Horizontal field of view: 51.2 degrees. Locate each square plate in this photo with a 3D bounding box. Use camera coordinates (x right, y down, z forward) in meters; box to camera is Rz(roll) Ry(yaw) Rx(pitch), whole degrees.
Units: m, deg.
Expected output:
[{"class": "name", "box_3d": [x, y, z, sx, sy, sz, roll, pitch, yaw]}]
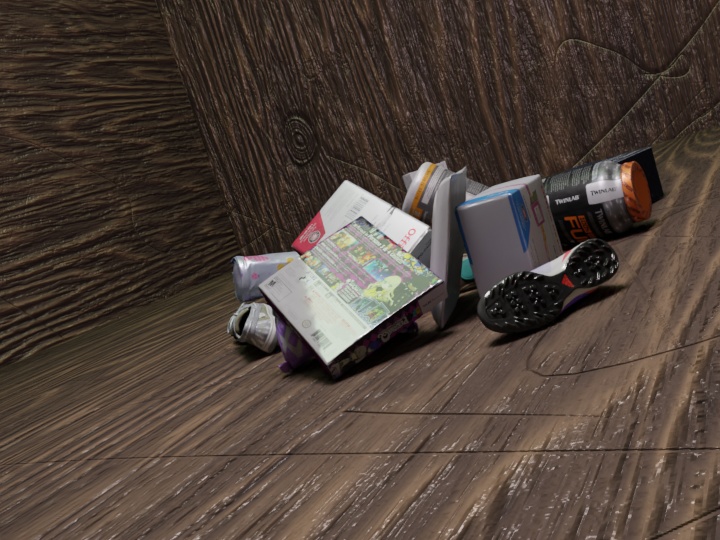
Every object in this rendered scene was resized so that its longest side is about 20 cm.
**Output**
[{"class": "square plate", "box_3d": [0.123, -0.040, 1.050, 0.028, 0.200, 0.200, 4, 12, 13]}]

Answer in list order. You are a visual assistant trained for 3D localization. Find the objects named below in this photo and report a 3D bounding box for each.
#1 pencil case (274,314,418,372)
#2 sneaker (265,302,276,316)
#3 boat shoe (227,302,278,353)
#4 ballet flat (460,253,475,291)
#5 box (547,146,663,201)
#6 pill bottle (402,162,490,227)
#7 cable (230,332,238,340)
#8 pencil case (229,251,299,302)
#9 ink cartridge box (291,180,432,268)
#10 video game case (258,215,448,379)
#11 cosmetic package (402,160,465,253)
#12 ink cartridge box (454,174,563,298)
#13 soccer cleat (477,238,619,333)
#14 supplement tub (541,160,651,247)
[{"class": "pencil case", "box_3d": [-0.019, 0.074, 1.028, 0.198, 0.086, 0.084, -18, -31, 7]}, {"class": "sneaker", "box_3d": [-0.077, 0.071, 1.322, 0.198, 0.074, 0.082, -10, -8, 25]}, {"class": "boat shoe", "box_3d": [-0.188, 0.090, 1.278, 0.064, 0.075, 0.202, 24, 0, -22]}, {"class": "ballet flat", "box_3d": [0.149, 0.007, 1.210, 0.198, 0.068, 0.072, -19, -14, 4]}, {"class": "box", "box_3d": [0.458, -0.154, 1.477, 0.199, 0.105, 0.181, -23, 9, -40]}, {"class": "pill bottle", "box_3d": [0.186, -0.110, 1.381, 0.199, 0.117, 0.116, 25, 17, 10]}, {"class": "cable", "box_3d": [-0.176, 0.088, 1.455, 0.162, 0.051, 0.200, -13, 10, 28]}, {"class": "pencil case", "box_3d": [-0.134, 0.008, 1.368, 0.198, 0.084, 0.091, -7, -9, -16]}, {"class": "ink cartridge box", "box_3d": [0.012, -0.033, 1.184, 0.200, 0.083, 0.145, 34, 80, 39]}, {"class": "video game case", "box_3d": [-0.015, 0.026, 0.982, 0.181, 0.036, 0.200, -35, 42, -13]}, {"class": "cosmetic package", "box_3d": [0.157, -0.107, 1.497, 0.082, 0.202, 0.051, -19, 4, -14]}, {"class": "ink cartridge box", "box_3d": [0.214, -0.045, 1.045, 0.084, 0.146, 0.200, -15, 7, 26]}, {"class": "soccer cleat", "box_3d": [0.212, 0.027, 0.875, 0.199, 0.068, 0.073, -26, -15, -25]}, {"class": "supplement tub", "box_3d": [0.370, -0.109, 1.255, 0.199, 0.123, 0.122, -14, 7, 37]}]
